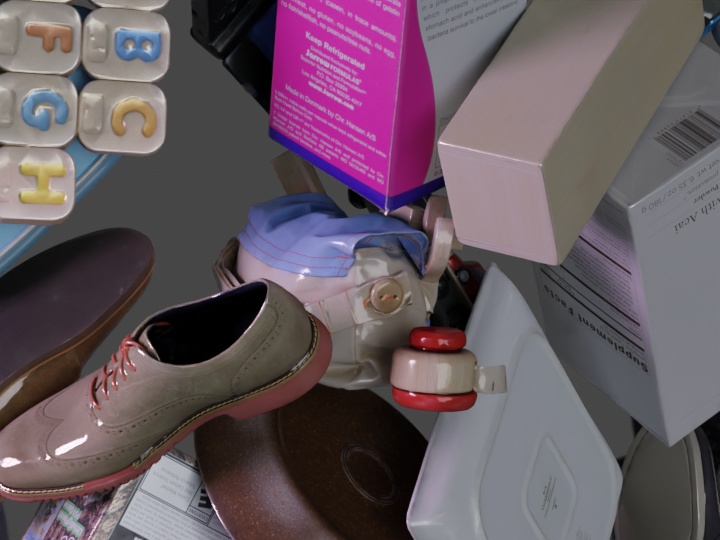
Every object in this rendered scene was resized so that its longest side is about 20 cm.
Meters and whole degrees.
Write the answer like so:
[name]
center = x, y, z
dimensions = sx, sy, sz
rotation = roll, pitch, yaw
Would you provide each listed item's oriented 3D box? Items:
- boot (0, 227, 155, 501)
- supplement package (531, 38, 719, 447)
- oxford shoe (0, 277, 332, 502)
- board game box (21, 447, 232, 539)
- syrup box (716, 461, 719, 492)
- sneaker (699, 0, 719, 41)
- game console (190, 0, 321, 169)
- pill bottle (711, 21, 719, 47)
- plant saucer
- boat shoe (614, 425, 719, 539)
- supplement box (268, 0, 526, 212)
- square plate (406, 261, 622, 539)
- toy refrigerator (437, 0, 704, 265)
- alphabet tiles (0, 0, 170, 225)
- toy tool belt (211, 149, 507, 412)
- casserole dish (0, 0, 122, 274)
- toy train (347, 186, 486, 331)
[boot]
center = -0.186, 0.058, 1.440
dimensions = 0.200, 0.074, 0.076
rotation = -44, 135, -13
[supplement package]
center = 0.176, -0.022, 1.512
dimensions = 0.121, 0.120, 0.201
rotation = -34, 136, -18
[oxford shoe]
center = -0.118, 0.056, 1.369
dimensions = 0.199, 0.071, 0.075
rotation = -27, 139, 7
[board game box]
center = -0.119, 0.206, 1.460
dimensions = 0.159, 0.097, 0.201
rotation = 31, 83, -24
[syrup box]
center = 0.276, 0.111, 1.573
dimensions = 0.079, 0.200, 0.082
rotation = -31, 65, -18
[sneaker]
center = 0.128, -0.130, 1.558
dimensions = 0.200, 0.073, 0.082
rotation = -38, 85, -14
[game console]
center = 0.008, -0.180, 1.464
dimensions = 0.116, 0.176, 0.200
rotation = 39, 78, 6
[pill bottle]
center = 0.315, -0.106, 1.610
dimensions = 0.111, 0.111, 0.200
rotation = -44, 111, -13
[plant saucer]
center = -0.004, 0.124, 1.458
dimensions = 0.200, 0.201, 0.037
rotation = 30, 122, -24
[boat shoe]
center = 0.206, 0.183, 1.627
dimensions = 0.062, 0.072, 0.201
rotation = -11, 105, -38
[supplement box]
center = 0.024, -0.152, 1.401
dimensions = 0.101, 0.103, 0.201
rotation = -25, 134, -39
[square plate]
center = 0.100, 0.131, 1.505
dimensions = 0.198, 0.028, 0.201
rotation = 58, 38, -36
[toy refrigerator]
center = 0.115, -0.103, 1.410
dimensions = 0.200, 0.070, 0.076
rotation = -57, 148, -34
[alphabet tiles]
center = -0.199, -0.126, 1.390
dimensions = 0.194, 0.015, 0.201
rotation = 4, 81, -11
[toy tool belt]
center = 0.000, 0.000, 1.435
dimensions = 0.124, 0.200, 0.124
rotation = -1, 99, -33
[casserole dish]
center = -0.203, -0.067, 1.422
dimensions = 0.200, 0.039, 0.121
rotation = -44, 111, -13
[toy train]
center = 0.058, 0.014, 1.553
dimensions = 0.046, 0.034, 0.200
rotation = -41, 111, -26
